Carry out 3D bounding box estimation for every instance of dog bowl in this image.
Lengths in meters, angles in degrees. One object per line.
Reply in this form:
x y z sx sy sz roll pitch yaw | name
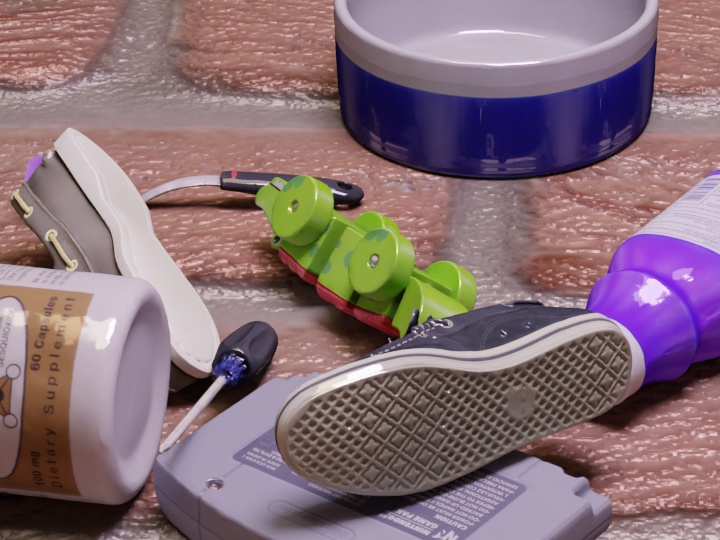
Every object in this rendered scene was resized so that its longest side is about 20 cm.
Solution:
0.084 -0.136 1.839 0.200 0.079 0.200 -1 30 1 | dog bowl

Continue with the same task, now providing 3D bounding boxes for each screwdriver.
-0.071 0.059 1.503 0.029 0.028 0.200 -37 4 14 | screwdriver

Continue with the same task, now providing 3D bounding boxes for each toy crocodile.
0.000 0.000 1.626 0.068 0.062 0.200 27 6 -40 | toy crocodile

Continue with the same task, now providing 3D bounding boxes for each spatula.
-0.098 -0.048 1.747 0.200 0.021 0.057 0 28 1 | spatula

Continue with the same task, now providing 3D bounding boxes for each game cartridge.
0.004 0.115 1.442 0.200 0.041 0.133 20 32 33 | game cartridge

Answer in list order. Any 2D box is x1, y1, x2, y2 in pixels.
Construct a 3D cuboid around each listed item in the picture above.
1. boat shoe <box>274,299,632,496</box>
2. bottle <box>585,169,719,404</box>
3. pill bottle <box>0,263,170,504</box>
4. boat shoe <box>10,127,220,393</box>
0.039 0.058 1.438 0.200 0.075 0.062 -15 27 -32 | boat shoe
0.176 0.009 1.591 0.084 0.065 0.200 17 34 30 | bottle
-0.204 0.051 1.481 0.200 0.114 0.114 5 30 12 | pill bottle
-0.136 0.004 1.618 0.060 0.072 0.202 -42 46 10 | boat shoe
